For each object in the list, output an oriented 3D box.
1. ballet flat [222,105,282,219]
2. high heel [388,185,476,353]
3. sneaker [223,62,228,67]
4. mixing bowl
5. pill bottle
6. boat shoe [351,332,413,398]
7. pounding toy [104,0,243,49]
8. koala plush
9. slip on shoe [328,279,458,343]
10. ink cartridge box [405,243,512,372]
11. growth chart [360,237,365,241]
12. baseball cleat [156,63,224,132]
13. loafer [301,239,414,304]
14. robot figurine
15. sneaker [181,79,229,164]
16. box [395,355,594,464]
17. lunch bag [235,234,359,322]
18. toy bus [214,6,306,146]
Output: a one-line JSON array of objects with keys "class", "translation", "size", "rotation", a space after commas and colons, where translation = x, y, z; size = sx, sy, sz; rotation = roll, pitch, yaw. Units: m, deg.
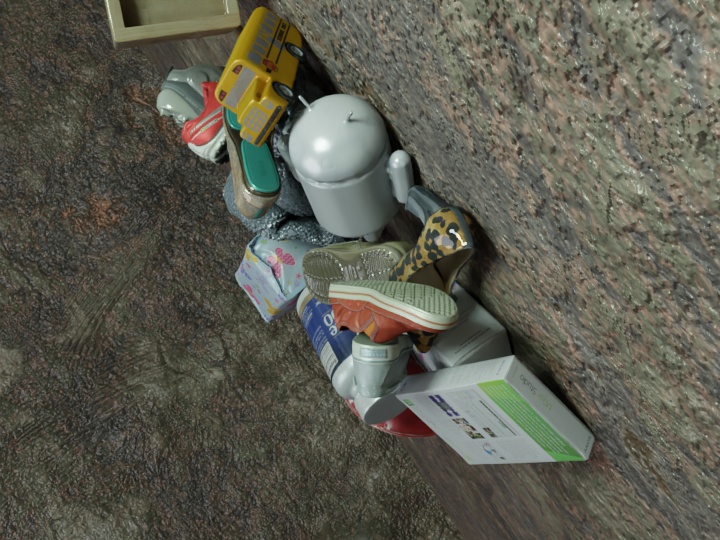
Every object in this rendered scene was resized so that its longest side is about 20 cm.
[{"class": "ballet flat", "translation": [-0.135, -0.145, 0.952], "size": [0.068, 0.067, 0.203], "rotation": [120, 150, -48]}, {"class": "high heel", "translation": [0.083, 0.022, 0.864], "size": [0.143, 0.070, 0.204], "rotation": [-131, 35, -62]}, {"class": "sneaker", "translation": [-0.158, -0.238, 1.214], "size": [0.201, 0.129, 0.080], "rotation": [55, 172, 6]}, {"class": "mixing bowl", "translation": [0.075, 0.142, 1.209], "size": [0.200, 0.197, 0.110], "rotation": [47, 136, 46]}, {"class": "pill bottle", "translation": [-0.004, 0.105, 1.108], "size": [0.202, 0.110, 0.112], "rotation": [60, 174, 31]}, {"class": "boat shoe", "translation": [0.022, 0.111, 0.944], "size": [0.201, 0.069, 0.073], "rotation": [-2, -82, -81]}, {"class": "pounding toy", "translation": [-0.226, -0.362, 1.012], "size": [0.142, 0.196, 0.188], "rotation": [-150, 49, -69]}, {"class": "koala plush", "translation": [-0.088, -0.159, 1.054], "size": [0.179, 0.180, 0.202], "rotation": [-104, 19, -47]}, {"class": "slip on shoe", "translation": [0.033, 0.047, 0.846], "size": [0.199, 0.073, 0.063], "rotation": [5, 100, 55]}, {"class": "ink cartridge box", "translation": [0.111, 0.084, 1.038], "size": [0.200, 0.085, 0.149], "rotation": [46, 166, 45]}, {"class": "growth chart", "translation": [-0.037, -0.126, 1.313], "size": [0.202, 0.018, 0.145], "rotation": [61, 170, -27]}, {"class": "baseball cleat", "translation": [-0.186, -0.228, 1.139], "size": [0.197, 0.108, 0.069], "rotation": [22, 175, -26]}, {"class": "loafer", "translation": [0.000, 0.000, 1.020], "size": [0.198, 0.068, 0.077], "rotation": [-1, 100, 49]}, {"class": "robot figurine", "translation": [-0.016, -0.118, 0.919], "size": [0.167, 0.114, 0.201], "rotation": [10, 149, 21]}, {"class": "sneaker", "translation": [-0.172, -0.241, 1.082], "size": [0.084, 0.202, 0.077], "rotation": [29, 156, 4]}, {"class": "box", "translation": [0.149, 0.167, 0.921], "size": [0.144, 0.037, 0.199], "rotation": [44, 150, -17]}, {"class": "lunch bag", "translation": [-0.079, -0.026, 1.230], "size": [0.128, 0.199, 0.170], "rotation": [51, 157, 2]}, {"class": "toy bus", "translation": [-0.114, -0.227, 0.923], "size": [0.078, 0.065, 0.202], "rotation": [30, -146, -19]}]
